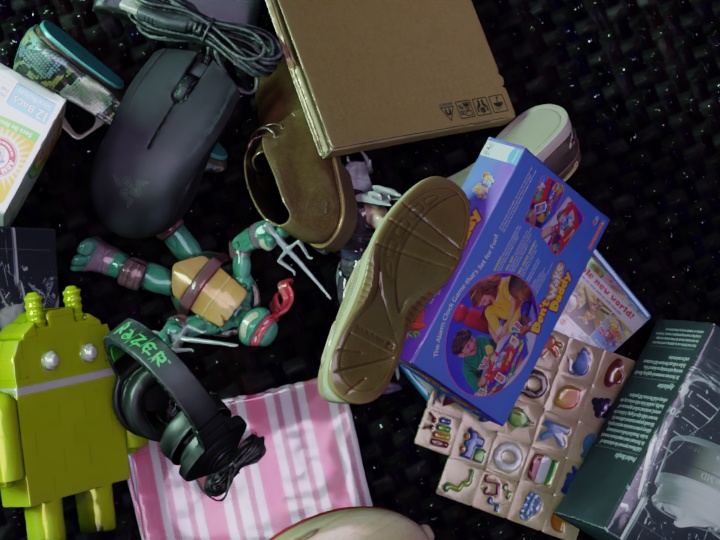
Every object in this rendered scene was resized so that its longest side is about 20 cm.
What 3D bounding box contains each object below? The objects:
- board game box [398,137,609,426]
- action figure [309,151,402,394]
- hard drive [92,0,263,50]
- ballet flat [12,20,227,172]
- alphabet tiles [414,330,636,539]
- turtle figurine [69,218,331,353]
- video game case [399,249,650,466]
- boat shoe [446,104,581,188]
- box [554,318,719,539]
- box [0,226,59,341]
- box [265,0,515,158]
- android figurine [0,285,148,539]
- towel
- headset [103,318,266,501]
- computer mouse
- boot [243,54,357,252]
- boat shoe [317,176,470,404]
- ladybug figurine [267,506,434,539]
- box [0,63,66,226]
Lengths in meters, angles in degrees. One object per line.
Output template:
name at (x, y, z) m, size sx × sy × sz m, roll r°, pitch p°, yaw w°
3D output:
board game box at (0.113, 0.010, 1.687) m, size 0.134 × 0.045 × 0.201 m, roll 36°, pitch 79°, yaw -42°
action figure at (0.000, 0.000, 1.698) m, size 0.069 × 0.130 × 0.201 m, roll -5°, pitch 97°, yaw -34°
hard drive at (-0.138, -0.300, 1.739) m, size 0.139 × 0.033 × 0.201 m, roll 14°, pitch 83°, yaw -8°
ballet flat at (-0.206, -0.128, 1.707) m, size 0.200 × 0.074 × 0.074 m, roll 37°, pitch 81°, yaw -3°
alphabet tiles at (0.153, 0.135, 1.752) m, size 0.199 × 0.006 × 0.167 m, roll 21°, pitch 84°, yaw -11°
turtle figurine at (-0.132, 0.012, 1.685) m, size 0.200 × 0.101 × 0.150 m, roll 33°, pitch 72°, yaw 8°
video game case at (0.135, 0.051, 1.767) m, size 0.200 × 0.018 × 0.143 m, roll -41°, pitch 93°, yaw -10°
boat shoe at (0.108, -0.059, 1.745) m, size 0.200 × 0.072 × 0.060 m, roll -41°, pitch 131°, yaw -11°
box at (0.307, 0.175, 1.724) m, size 0.199 × 0.124 × 0.197 m, roll 31°, pitch 83°, yaw -13°
box at (-0.337, 0.058, 1.591) m, size 0.104 × 0.200 × 0.183 m, roll -7°, pitch 86°, yaw 34°
box at (0.024, -0.186, 1.709) m, size 0.199 × 0.021 × 0.164 m, roll -13°, pitch 77°, yaw -35°
android figurine at (-0.236, 0.114, 1.606) m, size 0.041 × 0.182 × 0.201 m, roll -2°, pitch 93°, yaw 34°
towel at (-0.093, 0.179, 1.714) m, size 0.199 × 0.030 × 0.147 m, roll -14°, pitch 89°, yaw -10°
headset at (-0.133, 0.110, 1.613) m, size 0.094 × 0.200 × 0.123 m, roll -39°, pitch 49°, yaw -19°
computer mouse at (-0.160, -0.123, 1.639) m, size 0.138 × 0.053 × 0.201 m, roll 22°, pitch 86°, yaw 4°
boot at (-0.062, -0.109, 1.677) m, size 0.075 × 0.074 × 0.201 m, roll 14°, pitch 44°, yaw -37°
boat shoe at (0.020, 0.014, 1.615) m, size 0.071 × 0.064 × 0.201 m, roll 34°, pitch 74°, yaw -13°
ladybug figurine at (-0.030, 0.259, 1.685) m, size 0.199 × 0.072 × 0.136 m, roll -25°, pitch 117°, yaw -5°
box at (-0.305, -0.104, 1.612) m, size 0.112 × 0.200 × 0.102 m, roll 28°, pitch 82°, yaw -6°
